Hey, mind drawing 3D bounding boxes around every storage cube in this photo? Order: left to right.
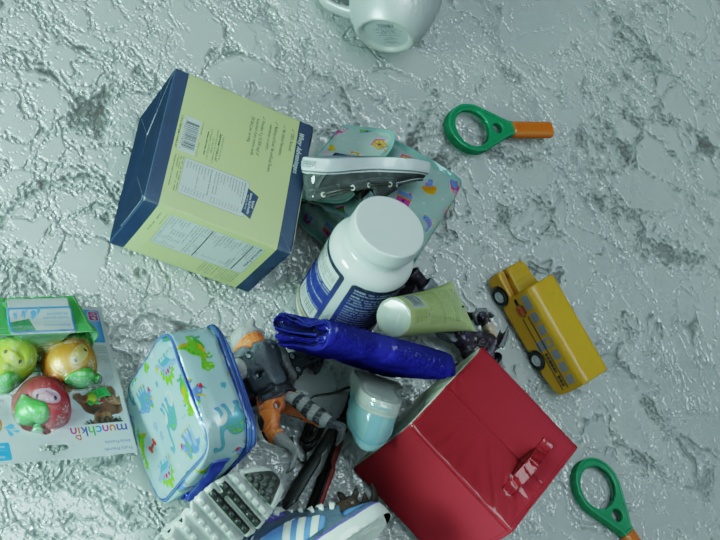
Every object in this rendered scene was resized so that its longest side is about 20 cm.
[{"bbox_3d":[0.134,0.239,1.637,0.180,0.200,0.171,46,54,2],"label":"storage cube"}]

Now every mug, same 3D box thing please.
[{"bbox_3d":[0.029,-0.428,1.920,0.199,0.148,0.176,10,68,7],"label":"mug"}]

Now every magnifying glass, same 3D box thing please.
[{"bbox_3d":[0.217,-0.220,1.995,0.199,0.022,0.080,-4,70,-29],"label":"magnifying glass"},{"bbox_3d":[0.369,0.359,1.834,0.079,0.022,0.201,-32,85,-37],"label":"magnifying glass"}]

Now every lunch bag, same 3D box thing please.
[{"bbox_3d":[-0.195,0.169,1.462,0.082,0.200,0.162,-9,65,-32],"label":"lunch bag"},{"bbox_3d":[0.013,-0.099,1.764,0.199,0.122,0.171,35,57,1],"label":"lunch bag"}]

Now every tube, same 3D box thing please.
[{"bbox_3d":[0.091,0.055,1.678,0.200,0.052,0.058,-7,110,-59],"label":"tube"}]

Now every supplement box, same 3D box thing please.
[{"bbox_3d":[-0.188,-0.112,1.635,0.199,0.134,0.201,21,59,-22],"label":"supplement box"}]

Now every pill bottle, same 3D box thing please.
[{"bbox_3d":[0.000,0.000,1.648,0.115,0.200,0.116,13,52,-18],"label":"pill bottle"}]

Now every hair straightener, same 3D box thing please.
[{"bbox_3d":[-0.058,0.222,1.622,0.077,0.041,0.201,35,55,-14],"label":"hair straightener"}]

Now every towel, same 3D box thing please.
[{"bbox_3d":[0.003,0.100,1.591,0.199,0.147,0.050,17,85,-30],"label":"towel"}]

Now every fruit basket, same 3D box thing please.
[{"bbox_3d":[-0.356,0.121,1.439,0.184,0.094,0.201,0,49,-31],"label":"fruit basket"}]

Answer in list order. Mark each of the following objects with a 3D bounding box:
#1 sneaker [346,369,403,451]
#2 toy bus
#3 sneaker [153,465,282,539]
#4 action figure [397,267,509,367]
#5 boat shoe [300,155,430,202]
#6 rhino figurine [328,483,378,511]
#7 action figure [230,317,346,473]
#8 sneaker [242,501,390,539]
[{"bbox_3d":[0.009,0.179,1.621,0.073,0.200,0.082,21,95,2],"label":"sneaker"},{"bbox_3d":[0.271,0.078,1.862,0.065,0.078,0.201,-25,83,-36],"label":"toy bus"},{"bbox_3d":[-0.178,0.290,1.455,0.200,0.081,0.075,-36,94,-9],"label":"sneaker"},{"bbox_3d":[0.131,0.083,1.787,0.200,0.069,0.130,43,46,-12],"label":"action figure"},{"bbox_3d":[0.008,-0.115,1.661,0.199,0.070,0.067,-4,99,-41],"label":"boat shoe"},{"bbox_3d":[-0.025,0.340,1.578,0.087,0.060,0.200,41,52,-11],"label":"rhino figurine"},{"bbox_3d":[-0.089,0.138,1.597,0.199,0.105,0.194,-27,71,-41],"label":"action figure"},{"bbox_3d":[-0.082,0.292,1.514,0.199,0.081,0.147,-32,62,-10],"label":"sneaker"}]
